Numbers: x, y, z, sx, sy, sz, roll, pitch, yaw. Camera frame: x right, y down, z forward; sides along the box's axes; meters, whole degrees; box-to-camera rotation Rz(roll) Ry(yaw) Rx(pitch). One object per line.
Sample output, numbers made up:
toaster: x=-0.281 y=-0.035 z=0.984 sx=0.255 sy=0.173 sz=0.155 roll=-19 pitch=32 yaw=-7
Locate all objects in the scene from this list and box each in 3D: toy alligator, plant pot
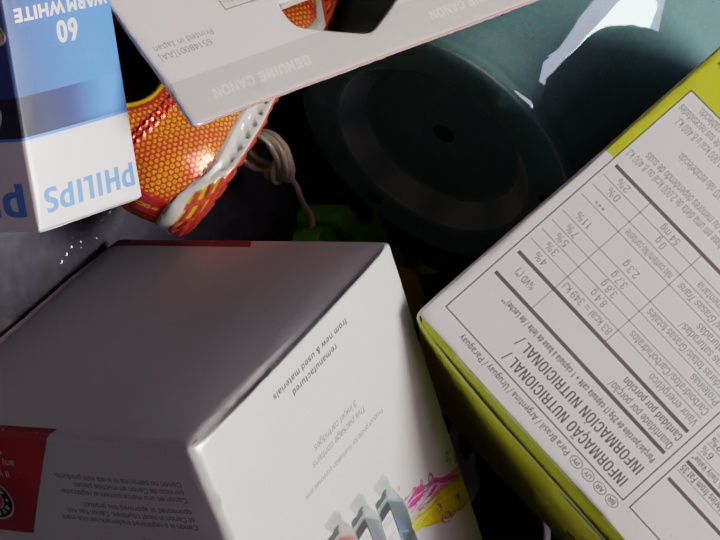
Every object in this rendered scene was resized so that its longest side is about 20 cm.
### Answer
toy alligator: x=0.000 y=0.000 z=1.010 sx=0.054 sy=0.059 sz=0.200 roll=-56 pitch=133 yaw=-39
plant pot: x=0.076 y=-0.113 z=0.982 sx=0.188 sy=0.200 sz=0.200 roll=-55 pitch=133 yaw=-32

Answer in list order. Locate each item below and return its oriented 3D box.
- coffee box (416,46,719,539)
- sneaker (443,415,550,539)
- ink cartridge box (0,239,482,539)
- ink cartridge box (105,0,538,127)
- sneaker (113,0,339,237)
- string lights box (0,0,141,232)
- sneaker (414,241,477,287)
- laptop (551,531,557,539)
coffee box: x=0.162 y=0.047 z=0.907 sx=0.198 sy=0.200 sz=0.200 roll=-41 pitch=167 yaw=-6
sneaker: x=0.077 y=0.117 z=1.112 sx=0.086 sy=0.080 sz=0.200 roll=26 pitch=74 yaw=-63
ink cartridge box: x=-0.052 y=0.108 z=0.859 sx=0.145 sy=0.145 sz=0.200 roll=-46 pitch=127 yaw=-46
ink cartridge box: x=-0.049 y=-0.141 z=0.843 sx=0.200 sy=0.045 sz=0.176 roll=-24 pitch=75 yaw=-41
sneaker: x=-0.062 y=-0.099 z=0.911 sx=0.077 sy=0.073 sz=0.200 roll=37 pitch=39 yaw=-9
string lights box: x=-0.147 y=-0.116 z=0.756 sx=0.059 sy=0.103 sz=0.200 roll=-24 pitch=109 yaw=-53
sneaker: x=0.088 y=-0.043 z=1.087 sx=0.200 sy=0.074 sz=0.081 roll=-41 pitch=143 yaw=-54
laptop: x=0.184 y=0.149 z=1.241 sx=0.200 sy=0.103 sz=0.177 roll=-11 pitch=99 yaw=-55
